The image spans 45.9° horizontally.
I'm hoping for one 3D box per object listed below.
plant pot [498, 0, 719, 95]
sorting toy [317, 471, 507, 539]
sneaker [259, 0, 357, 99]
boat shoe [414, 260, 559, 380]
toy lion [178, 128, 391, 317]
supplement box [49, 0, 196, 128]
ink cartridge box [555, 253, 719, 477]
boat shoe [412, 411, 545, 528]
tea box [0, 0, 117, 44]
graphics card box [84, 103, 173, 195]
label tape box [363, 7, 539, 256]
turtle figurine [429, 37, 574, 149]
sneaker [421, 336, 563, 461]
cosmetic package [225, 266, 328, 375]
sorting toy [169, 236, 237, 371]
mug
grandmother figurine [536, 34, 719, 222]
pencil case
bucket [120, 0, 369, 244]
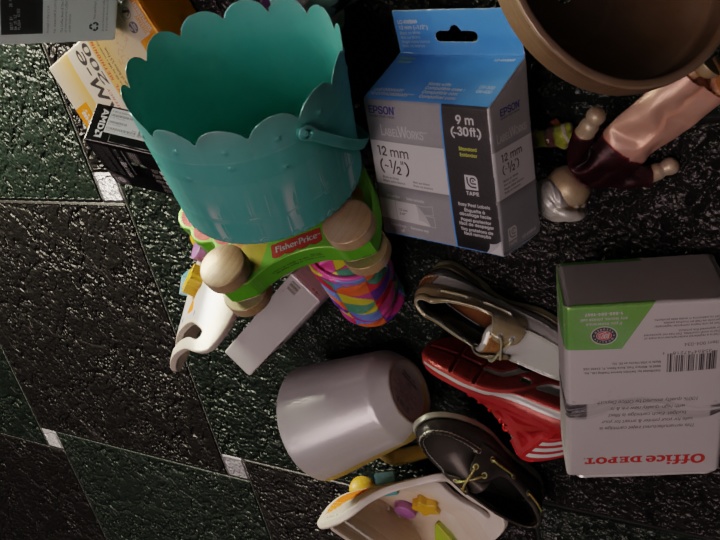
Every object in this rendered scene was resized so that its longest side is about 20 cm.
[{"bbox_3d":[0.176,-0.226,0.644,0.201,0.201,0.093,54,165,-8],"label":"plant pot"},{"bbox_3d":[0.084,0.314,1.085,0.200,0.107,0.180,40,132,-19],"label":"sorting toy"},{"bbox_3d":[-0.085,-0.270,0.852,0.140,0.078,0.200,43,120,7],"label":"sneaker"},{"bbox_3d":[0.148,0.067,0.918,0.200,0.068,0.075,29,132,16],"label":"boat shoe"},{"bbox_3d":[-0.083,-0.065,0.829,0.200,0.192,0.069,-18,146,12],"label":"toy lion"},{"bbox_3d":[-0.261,-0.234,0.999,0.200,0.074,0.126,-20,106,42],"label":"supplement box"},{"bbox_3d":[0.264,0.093,0.810,0.145,0.084,0.200,-4,120,8],"label":"ink cartridge box"},{"bbox_3d":[0.143,0.233,0.990,0.201,0.061,0.072,35,122,-23],"label":"boat shoe"},{"bbox_3d":[-0.340,-0.369,0.872,0.197,0.134,0.200,53,140,33],"label":"tea box"},{"bbox_3d":[-0.197,-0.122,0.968,0.200,0.051,0.125,12,165,5],"label":"graphics card box"},{"bbox_3d":[0.076,-0.123,0.751,0.143,0.066,0.200,15,127,43],"label":"label tape box"},{"bbox_3d":[0.108,-0.134,0.813,0.200,0.064,0.161,-4,117,37],"label":"turtle figurine"},{"bbox_3d":[0.157,0.158,0.969,0.200,0.078,0.116,22,128,23],"label":"sneaker"},{"bbox_3d":[-0.092,0.052,1.069,0.051,0.083,0.200,43,135,-1],"label":"cosmetic package"},{"bbox_3d":[-0.168,0.030,1.003,0.107,0.180,0.200,31,149,-20],"label":"sorting toy"},{"bbox_3d":[0.013,0.170,1.062,0.153,0.186,0.150,-25,70,34],"label":"mug"},{"bbox_3d":[0.229,-0.108,0.736,0.121,0.061,0.200,30,131,-24],"label":"grandmother figurine"},{"bbox_3d":[0.000,0.000,0.912,0.088,0.088,0.200,30,168,15],"label":"pencil case"},{"bbox_3d":[-0.095,-0.132,0.753,0.207,0.207,0.135,15,143,27],"label":"bucket"}]
